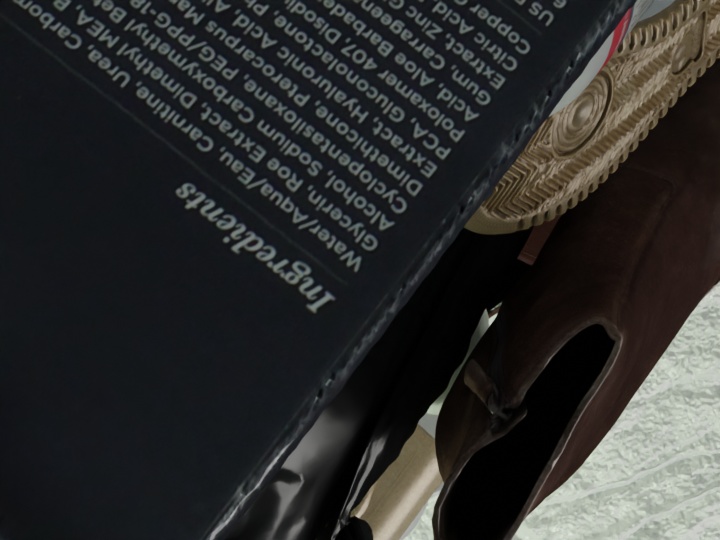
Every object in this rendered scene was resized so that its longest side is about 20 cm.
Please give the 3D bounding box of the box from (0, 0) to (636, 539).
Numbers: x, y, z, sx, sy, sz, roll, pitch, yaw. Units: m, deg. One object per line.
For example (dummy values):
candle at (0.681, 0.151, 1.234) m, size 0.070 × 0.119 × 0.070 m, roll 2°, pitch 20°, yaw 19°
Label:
box at (-0.050, -0.007, 0.443) m, size 0.200 × 0.117 × 0.197 m, roll -53°, pitch 179°, yaw -27°

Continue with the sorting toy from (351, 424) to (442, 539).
sorting toy at (-0.077, 0.101, 0.903) m, size 0.185 × 0.200 × 0.036 m, roll -52°, pitch -159°, yaw -14°

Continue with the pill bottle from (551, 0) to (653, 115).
pill bottle at (0.069, -0.151, 0.618) m, size 0.200 × 0.119 × 0.120 m, roll -51°, pitch 178°, yaw -31°

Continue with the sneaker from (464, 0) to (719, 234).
sneaker at (0.065, -0.097, 0.697) m, size 0.200 × 0.108 × 0.070 m, roll -42°, pitch 149°, yaw -29°

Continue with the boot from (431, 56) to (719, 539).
boot at (0.094, 0.008, 0.691) m, size 0.201 × 0.072 × 0.166 m, roll -56°, pitch 179°, yaw 10°

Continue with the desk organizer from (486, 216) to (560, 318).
desk organizer at (0.024, -0.008, 0.969) m, size 0.200 × 0.071 × 0.077 m, roll -39°, pitch -147°, yaw 54°

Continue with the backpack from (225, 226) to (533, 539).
backpack at (-0.027, 0.002, 0.733) m, size 0.200 × 0.126 × 0.167 m, roll -55°, pitch 148°, yaw -10°

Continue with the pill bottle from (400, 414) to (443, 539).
pill bottle at (-0.031, 0.111, 1.051) m, size 0.200 × 0.111 × 0.112 m, roll -34°, pitch -168°, yaw 47°

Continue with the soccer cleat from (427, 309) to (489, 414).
soccer cleat at (0.000, 0.000, 0.861) m, size 0.069 × 0.200 × 0.078 m, roll -49°, pitch 140°, yaw 1°
